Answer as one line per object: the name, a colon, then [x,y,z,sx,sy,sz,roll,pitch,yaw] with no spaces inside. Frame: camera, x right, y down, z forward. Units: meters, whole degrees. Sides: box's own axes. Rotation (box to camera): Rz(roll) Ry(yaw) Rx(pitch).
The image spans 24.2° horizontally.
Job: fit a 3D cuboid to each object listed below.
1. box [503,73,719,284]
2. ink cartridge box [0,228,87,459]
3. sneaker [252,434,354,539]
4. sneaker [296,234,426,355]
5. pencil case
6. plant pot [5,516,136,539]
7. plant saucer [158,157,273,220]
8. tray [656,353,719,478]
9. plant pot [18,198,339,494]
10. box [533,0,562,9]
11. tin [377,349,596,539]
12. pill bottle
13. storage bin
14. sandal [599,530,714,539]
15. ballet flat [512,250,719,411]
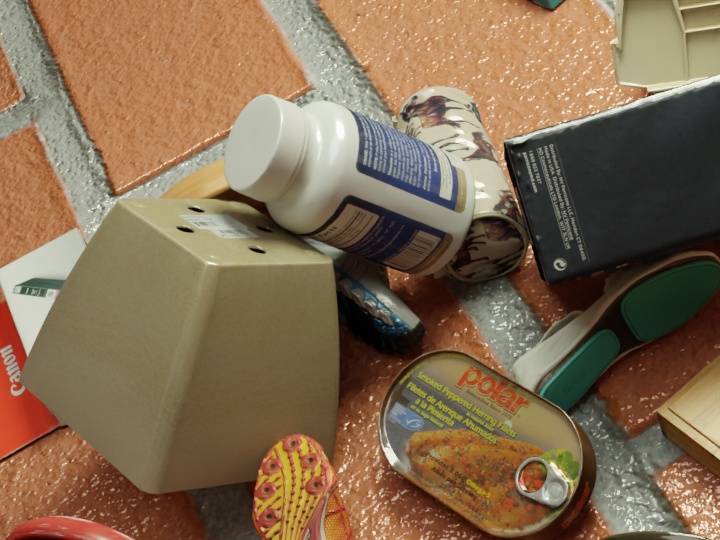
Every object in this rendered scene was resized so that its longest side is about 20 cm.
box: [0.225,-0.071,1.345,0.197,0.200,0.124,-18,89,6]
ink cartridge box: [-0.312,0.070,1.586,0.173,0.044,0.200,-28,45,-4]
sneaker: [-0.034,0.221,1.295,0.072,0.077,0.201,-19,58,6]
sneaker: [0.000,0.000,1.492,0.086,0.075,0.200,-37,46,-19]
pencil case: [0.086,-0.081,1.520,0.089,0.078,0.201,-11,45,-5]
plant pot: [-0.217,0.294,1.233,0.199,0.201,0.183,6,50,28]
plant saucer: [-0.112,-0.058,1.508,0.199,0.200,0.038,-25,74,1]
tray: [0.335,0.079,1.296,0.200,0.037,0.099,-39,47,-14]
plant pot: [-0.130,0.047,1.368,0.199,0.178,0.200,-2,26,-44]
box: [0.231,-0.358,1.724,0.200,0.049,0.082,-43,48,-16]
tin: [0.099,0.138,1.323,0.199,0.042,0.113,31,92,40]
pill bottle: [-0.010,-0.074,1.394,0.111,0.199,0.112,-29,51,44]
storage bin: [0.329,-0.231,1.472,0.197,0.094,0.200,-6,16,19]
sandal: [0.259,0.224,1.186,0.199,0.082,0.055,12,77,23]
ballet flat: [0.204,0.039,1.374,0.200,0.070,0.069,-38,46,-7]
